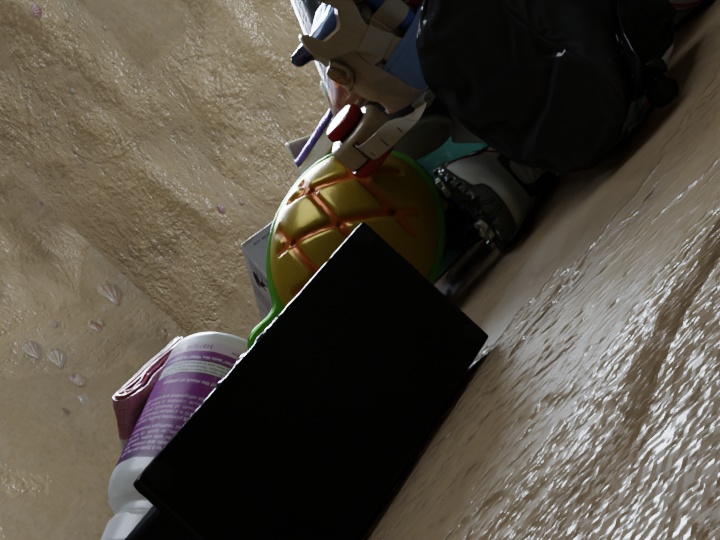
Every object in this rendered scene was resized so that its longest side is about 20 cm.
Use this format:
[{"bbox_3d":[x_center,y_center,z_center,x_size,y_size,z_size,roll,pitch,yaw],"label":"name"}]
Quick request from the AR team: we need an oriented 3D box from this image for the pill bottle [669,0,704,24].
[{"bbox_3d":[0.239,-0.257,1.027,0.114,0.113,0.200,-48,1,-12],"label":"pill bottle"}]

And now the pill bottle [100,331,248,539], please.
[{"bbox_3d":[-0.136,0.157,0.946,0.112,0.112,0.201,-46,17,44],"label":"pill bottle"}]

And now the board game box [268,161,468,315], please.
[{"bbox_3d":[0.000,0.000,1.020,0.201,0.056,0.166,-57,18,12],"label":"board game box"}]

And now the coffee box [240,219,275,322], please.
[{"bbox_3d":[-0.046,0.017,1.221,0.113,0.080,0.201,-37,-25,-15],"label":"coffee box"}]

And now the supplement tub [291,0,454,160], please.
[{"bbox_3d":[0.010,-0.191,0.981,0.106,0.202,0.107,-18,-20,-7],"label":"supplement tub"}]

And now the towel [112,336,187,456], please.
[{"bbox_3d":[-0.169,0.177,1.052,0.022,0.202,0.144,-1,18,16],"label":"towel"}]

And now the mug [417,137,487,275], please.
[{"bbox_3d":[0.073,-0.077,1.171,0.152,0.114,0.185,-48,1,-6],"label":"mug"}]

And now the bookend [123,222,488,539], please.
[{"bbox_3d":[-0.056,0.108,0.611,0.199,0.092,0.200,-50,1,-43],"label":"bookend"}]

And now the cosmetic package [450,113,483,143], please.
[{"bbox_3d":[0.127,-0.249,1.003,0.201,0.121,0.201,97,166,-44],"label":"cosmetic package"}]

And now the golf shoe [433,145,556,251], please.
[{"bbox_3d":[0.109,-0.073,0.900,0.088,0.077,0.200,-40,4,11],"label":"golf shoe"}]

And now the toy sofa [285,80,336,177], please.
[{"bbox_3d":[-0.016,-0.150,1.147,0.082,0.098,0.200,-23,-5,-17],"label":"toy sofa"}]

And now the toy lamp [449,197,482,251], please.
[{"bbox_3d":[0.122,-0.082,1.071,0.058,0.058,0.200,-46,2,45],"label":"toy lamp"}]

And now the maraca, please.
[{"bbox_3d":[-0.011,0.001,0.873,0.107,0.136,0.202,45,-119,-66],"label":"maraca"}]

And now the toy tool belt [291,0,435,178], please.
[{"bbox_3d":[0.001,-0.178,0.847,0.125,0.122,0.201,-22,36,60],"label":"toy tool belt"}]

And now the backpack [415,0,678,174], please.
[{"bbox_3d":[0.131,-0.150,0.788,0.127,0.167,0.200,-53,-7,34],"label":"backpack"}]
